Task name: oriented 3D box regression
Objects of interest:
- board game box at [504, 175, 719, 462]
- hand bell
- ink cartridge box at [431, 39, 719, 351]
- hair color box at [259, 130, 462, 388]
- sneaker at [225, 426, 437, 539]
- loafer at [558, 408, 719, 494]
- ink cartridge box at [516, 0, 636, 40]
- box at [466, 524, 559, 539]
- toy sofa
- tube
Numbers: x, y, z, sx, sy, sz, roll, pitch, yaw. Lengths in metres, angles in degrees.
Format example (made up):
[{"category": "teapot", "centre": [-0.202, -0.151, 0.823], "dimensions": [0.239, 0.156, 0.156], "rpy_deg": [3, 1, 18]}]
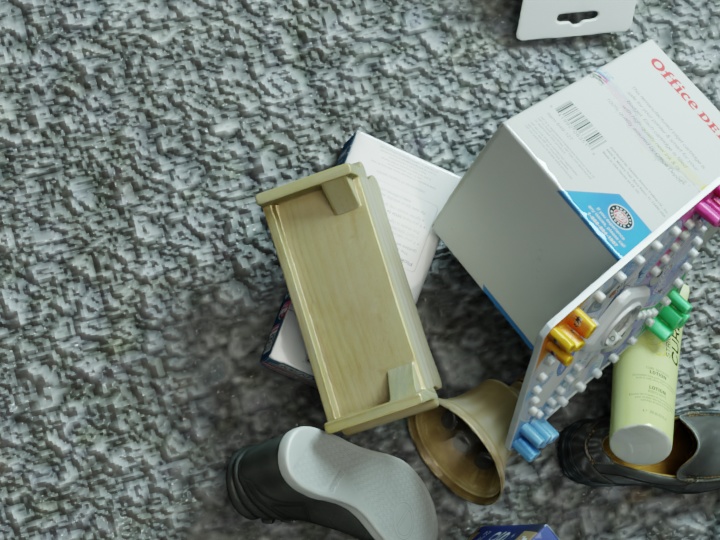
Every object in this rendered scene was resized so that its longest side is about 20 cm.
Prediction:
[{"category": "board game box", "centre": [0.198, 0.041, 1.358], "dimensions": [0.199, 0.201, 0.026], "rpy_deg": [-38, 69, -22]}, {"category": "hand bell", "centre": [0.142, 0.093, 1.491], "dimensions": [0.200, 0.104, 0.104], "rpy_deg": [-39, 94, -29]}, {"category": "ink cartridge box", "centre": [0.192, -0.058, 1.432], "dimensions": [0.199, 0.145, 0.148], "rpy_deg": [-29, 73, -37]}, {"category": "hair color box", "centre": [0.000, 0.000, 1.463], "dimensions": [0.099, 0.061, 0.202], "rpy_deg": [23, 78, -8]}, {"category": "sneaker", "centre": [-0.025, 0.180, 1.435], "dimensions": [0.199, 0.099, 0.071], "rpy_deg": [33, 57, -40]}, {"category": "loafer", "centre": [0.270, 0.153, 1.510], "dimensions": [0.198, 0.072, 0.074], "rpy_deg": [-4, 83, -16]}, {"category": "ink cartridge box", "centre": [0.185, -0.300, 1.515], "dimensions": [0.115, 0.201, 0.068], "rpy_deg": [-6, 41, -15]}, {"category": "box", "centre": [0.088, 0.245, 1.383], "dimensions": [0.121, 0.200, 0.032], "rpy_deg": [-40, 94, -16]}, {"category": "toy sofa", "centre": [-0.008, 0.022, 1.394], "dimensions": [0.082, 0.098, 0.202], "rpy_deg": [-18, 86, 11]}, {"category": "tube", "centre": [0.237, 0.068, 1.491], "dimensions": [0.058, 0.051, 0.201], "rpy_deg": [60, 30, -36]}]
